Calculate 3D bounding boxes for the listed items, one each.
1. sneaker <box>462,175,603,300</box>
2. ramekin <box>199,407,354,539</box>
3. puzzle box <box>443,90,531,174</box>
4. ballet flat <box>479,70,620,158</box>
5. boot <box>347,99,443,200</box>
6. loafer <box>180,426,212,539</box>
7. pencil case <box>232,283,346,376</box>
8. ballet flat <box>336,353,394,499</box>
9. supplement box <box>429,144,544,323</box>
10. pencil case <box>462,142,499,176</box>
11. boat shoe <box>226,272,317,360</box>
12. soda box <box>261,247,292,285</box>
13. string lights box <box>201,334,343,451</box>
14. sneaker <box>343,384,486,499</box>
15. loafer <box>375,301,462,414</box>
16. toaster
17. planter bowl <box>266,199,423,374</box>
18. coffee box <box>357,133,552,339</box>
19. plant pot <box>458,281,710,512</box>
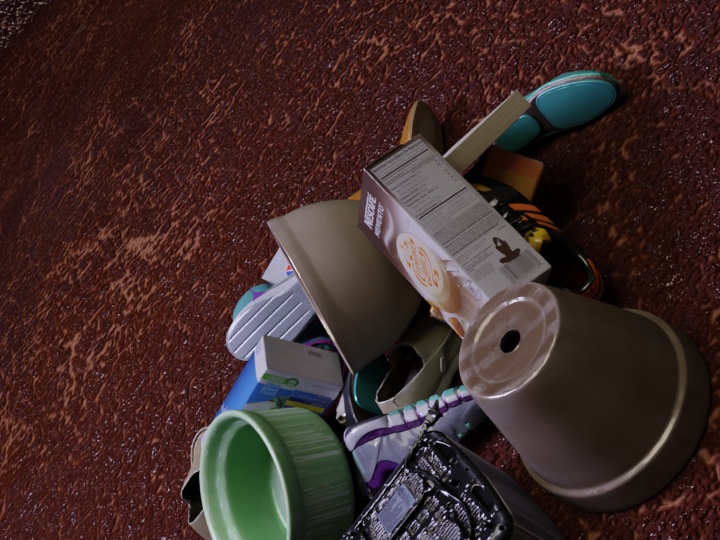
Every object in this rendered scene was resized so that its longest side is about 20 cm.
[{"bbox_3d":[0.171,-0.038,1.203,0.200,0.090,0.070,42,87,13],"label":"sneaker"},{"bbox_3d":[-0.093,0.250,1.322,0.200,0.098,0.201,12,105,53],"label":"ramekin"},{"bbox_3d":[0.105,-0.122,1.321,0.133,0.025,0.200,-45,2,-20],"label":"puzzle box"},{"bbox_3d":[0.221,-0.196,1.395,0.200,0.067,0.070,-28,28,34],"label":"ballet flat"},{"bbox_3d":[0.037,-0.124,1.564,0.144,0.071,0.202,-22,51,38],"label":"boot"},{"bbox_3d":[-0.196,0.273,1.533,0.076,0.067,0.200,-46,34,16],"label":"loafer"},{"bbox_3d":[-0.096,0.093,1.540,0.200,0.085,0.093,38,114,56],"label":"pencil case"},{"bbox_3d":[0.000,0.180,1.357,0.073,0.073,0.200,-34,41,31],"label":"ballet flat"},{"bbox_3d":[0.138,-0.032,1.290,0.069,0.066,0.200,110,180,-83],"label":"supplement box"},{"bbox_3d":[0.113,-0.062,1.406,0.200,0.078,0.090,-41,30,23],"label":"pencil case"},{"bbox_3d":[-0.082,0.041,1.460,0.200,0.072,0.062,-37,5,9],"label":"boat shoe"},{"bbox_3d":[-0.048,0.015,1.559,0.200,0.068,0.064,15,74,57],"label":"soda box"},{"bbox_3d":[-0.111,0.175,1.424,0.200,0.103,0.059,-58,28,33],"label":"string lights box"},{"bbox_3d":[0.086,0.178,1.251,0.200,0.074,0.088,-22,82,15],"label":"sneaker"},{"bbox_3d":[0.076,0.090,1.330,0.076,0.068,0.200,-4,59,51],"label":"loafer"},{"bbox_3d":[0.088,0.266,1.118,0.200,0.119,0.181,-54,33,6],"label":"toaster"},{"bbox_3d":[0.000,0.000,1.326,0.135,0.200,0.200,-29,34,-4],"label":"planter bowl"},{"bbox_3d":[0.091,-0.026,1.188,0.080,0.114,0.200,-34,67,-21],"label":"coffee box"},{"bbox_3d":[0.191,0.100,1.076,0.200,0.173,0.200,-32,41,32],"label":"plant pot"}]
